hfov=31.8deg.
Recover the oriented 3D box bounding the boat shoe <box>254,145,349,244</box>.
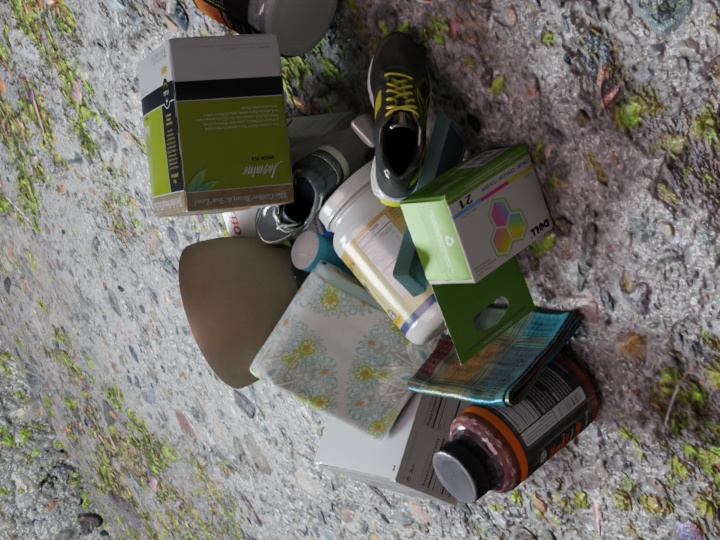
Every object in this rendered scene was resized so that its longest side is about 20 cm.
[{"bbox_3d":[-0.086,-0.081,1.535,0.073,0.062,0.200,46,140,-4],"label":"boat shoe"}]

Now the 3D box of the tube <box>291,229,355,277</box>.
[{"bbox_3d":[0.000,0.000,1.629,0.077,0.199,0.051,25,93,49],"label":"tube"}]

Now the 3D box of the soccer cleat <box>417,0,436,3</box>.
[{"bbox_3d":[0.028,-0.364,1.368,0.201,0.068,0.085,57,159,12],"label":"soccer cleat"}]

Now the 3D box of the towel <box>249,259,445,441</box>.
[{"bbox_3d":[-0.012,0.103,1.579,0.199,0.172,0.048,30,-170,-15],"label":"towel"}]

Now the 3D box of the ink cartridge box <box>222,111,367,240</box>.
[{"bbox_3d":[-0.092,-0.119,1.660,0.199,0.084,0.145,-3,116,30],"label":"ink cartridge box"}]

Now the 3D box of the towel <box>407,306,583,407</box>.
[{"bbox_3d":[0.153,0.097,1.489,0.022,0.147,0.200,52,155,-23],"label":"towel"}]

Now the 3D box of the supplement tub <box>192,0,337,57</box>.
[{"bbox_3d":[-0.132,-0.352,1.556,0.200,0.122,0.123,36,142,36],"label":"supplement tub"}]

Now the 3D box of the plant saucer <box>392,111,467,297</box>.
[{"bbox_3d":[0.081,-0.074,1.415,0.019,0.201,0.070,7,162,27],"label":"plant saucer"}]

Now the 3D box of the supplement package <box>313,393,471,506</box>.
[{"bbox_3d":[0.053,0.213,1.695,0.111,0.157,0.200,26,165,-31],"label":"supplement package"}]

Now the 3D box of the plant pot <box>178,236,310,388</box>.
[{"bbox_3d":[-0.129,0.038,1.645,0.200,0.134,0.202,-20,-90,-76],"label":"plant pot"}]

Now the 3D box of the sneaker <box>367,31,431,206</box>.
[{"bbox_3d":[0.049,-0.176,1.416,0.085,0.074,0.202,118,151,-79],"label":"sneaker"}]

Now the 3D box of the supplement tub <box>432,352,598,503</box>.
[{"bbox_3d":[0.177,0.185,1.465,0.107,0.200,0.107,38,148,30],"label":"supplement tub"}]

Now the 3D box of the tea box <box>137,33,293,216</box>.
[{"bbox_3d":[-0.177,-0.167,1.503,0.200,0.133,0.198,-176,81,-70],"label":"tea box"}]

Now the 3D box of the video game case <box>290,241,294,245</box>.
[{"bbox_3d":[-0.138,-0.146,1.815,0.181,0.045,0.201,44,146,24],"label":"video game case"}]

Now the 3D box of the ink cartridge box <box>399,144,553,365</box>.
[{"bbox_3d":[0.146,-0.017,1.394,0.076,0.148,0.201,-4,113,49],"label":"ink cartridge box"}]

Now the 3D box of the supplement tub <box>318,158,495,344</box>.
[{"bbox_3d":[0.058,-0.028,1.512,0.200,0.144,0.145,50,148,10],"label":"supplement tub"}]

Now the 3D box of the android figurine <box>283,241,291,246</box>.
[{"bbox_3d":[-0.120,0.020,1.808,0.182,0.041,0.201,0,108,69],"label":"android figurine"}]

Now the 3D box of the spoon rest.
[{"bbox_3d":[-0.032,-0.132,1.542,0.099,0.061,0.200,49,140,-4],"label":"spoon rest"}]
